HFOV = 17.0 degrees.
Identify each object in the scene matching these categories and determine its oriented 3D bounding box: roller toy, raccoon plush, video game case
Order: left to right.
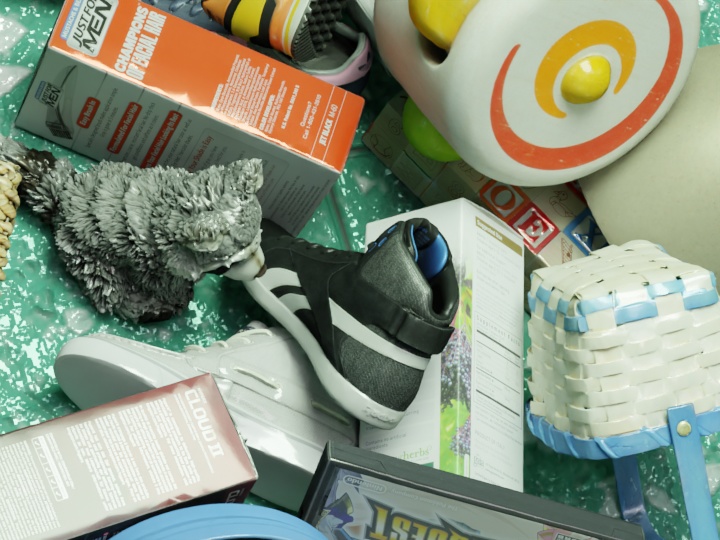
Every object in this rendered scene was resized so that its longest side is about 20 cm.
[{"bbox_3d":[-0.152,-0.041,1.488,0.199,0.134,0.097,19,64,-11],"label":"raccoon plush"},{"bbox_3d":[0.045,0.203,1.437,0.199,0.181,0.026,16,28,-12],"label":"video game case"},{"bbox_3d":[0.113,-0.153,1.511,0.182,0.200,0.140,-24,46,-13],"label":"roller toy"}]

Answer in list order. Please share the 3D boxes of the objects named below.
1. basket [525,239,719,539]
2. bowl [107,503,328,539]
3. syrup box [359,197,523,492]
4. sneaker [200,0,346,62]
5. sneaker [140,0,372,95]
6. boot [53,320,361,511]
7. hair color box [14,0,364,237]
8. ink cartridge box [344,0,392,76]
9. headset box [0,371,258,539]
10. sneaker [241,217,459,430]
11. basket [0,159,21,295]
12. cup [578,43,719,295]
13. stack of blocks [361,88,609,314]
[{"bbox_3d":[0.179,0.091,1.491,0.139,0.176,0.201,-9,102,-10],"label":"basket"},{"bbox_3d":[-0.091,0.214,1.375,0.200,0.201,0.039,-1,36,-20],"label":"bowl"},{"bbox_3d":[0.052,0.063,1.531,0.081,0.079,0.201,30,54,-48],"label":"syrup box"},{"bbox_3d":[-0.035,-0.235,1.548,0.090,0.070,0.201,19,75,16],"label":"sneaker"},{"bbox_3d":[-0.083,-0.171,1.600,0.199,0.082,0.070,21,63,-9],"label":"sneaker"},{"bbox_3d":[-0.089,0.070,1.509,0.200,0.074,0.096,28,52,-12],"label":"boot"},{"bbox_3d":[-0.110,-0.102,1.544,0.199,0.111,0.064,22,61,-10],"label":"hair color box"},{"bbox_3d":[0.027,-0.254,1.629,0.144,0.084,0.200,-30,67,-4],"label":"ink cartridge box"},{"bbox_3d":[-0.158,0.140,1.399,0.199,0.149,0.075,-16,68,-24],"label":"headset box"},{"bbox_3d":[0.000,0.000,1.498,0.073,0.112,0.200,21,20,-42],"label":"sneaker"},{"bbox_3d":[-0.314,0.004,1.407,0.199,0.143,0.149,14,64,-17],"label":"basket"},{"bbox_3d":[0.258,-0.073,1.598,0.200,0.143,0.201,30,41,-30],"label":"cup"},{"bbox_3d":[0.114,-0.062,1.635,0.200,0.059,0.115,46,61,4],"label":"stack of blocks"}]
